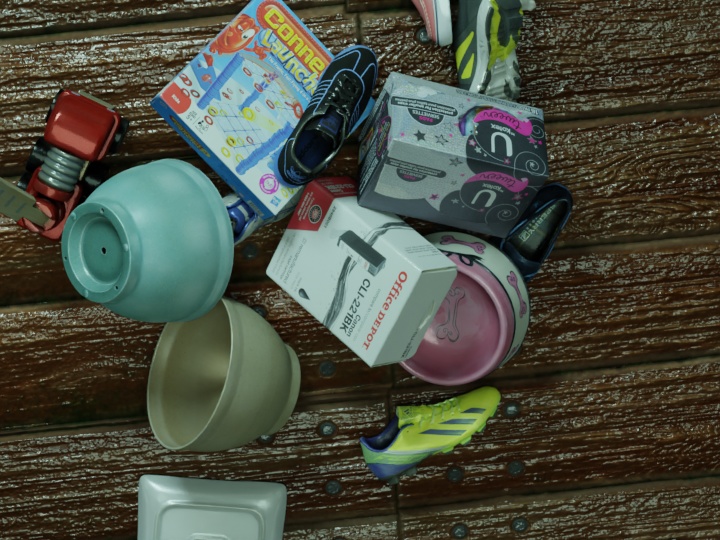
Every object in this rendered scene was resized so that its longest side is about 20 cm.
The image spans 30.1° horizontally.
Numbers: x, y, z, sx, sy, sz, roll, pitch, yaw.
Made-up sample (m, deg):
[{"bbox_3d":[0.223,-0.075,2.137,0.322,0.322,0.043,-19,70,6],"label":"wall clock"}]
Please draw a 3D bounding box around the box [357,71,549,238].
[{"bbox_3d":[0.109,-0.136,1.608,0.199,0.115,0.132,11,142,-16],"label":"box"}]

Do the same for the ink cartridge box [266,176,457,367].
[{"bbox_3d":[0.000,0.000,1.626,0.200,0.084,0.145,40,117,26],"label":"ink cartridge box"}]

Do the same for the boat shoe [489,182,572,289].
[{"bbox_3d":[0.197,-0.025,1.703,0.084,0.069,0.201,27,101,-9],"label":"boat shoe"}]

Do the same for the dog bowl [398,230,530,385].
[{"bbox_3d":[0.111,0.055,1.681,0.199,0.074,0.201,6,111,16],"label":"dog bowl"}]

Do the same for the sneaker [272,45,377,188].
[{"bbox_3d":[-0.030,-0.184,1.573,0.070,0.078,0.201,33,76,-15],"label":"sneaker"}]

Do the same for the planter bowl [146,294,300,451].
[{"bbox_3d":[-0.160,0.137,1.674,0.134,0.200,0.201,18,103,-34],"label":"planter bowl"}]

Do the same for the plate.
[{"bbox_3d":[-0.204,0.378,1.795,0.198,0.032,0.201,4,103,-5],"label":"plate"}]

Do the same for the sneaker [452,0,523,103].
[{"bbox_3d":[0.151,-0.262,1.650,0.074,0.085,0.201,-11,127,-27],"label":"sneaker"}]

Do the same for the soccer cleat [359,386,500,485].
[{"bbox_3d":[0.091,0.202,1.754,0.199,0.065,0.084,-32,100,5],"label":"soccer cleat"}]

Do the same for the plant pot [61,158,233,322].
[{"bbox_3d":[-0.269,-0.028,1.595,0.199,0.134,0.202,7,101,36],"label":"plant pot"}]

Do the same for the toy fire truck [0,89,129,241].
[{"bbox_3d":[-0.371,-0.122,1.582,0.128,0.200,0.177,25,101,-9],"label":"toy fire truck"}]

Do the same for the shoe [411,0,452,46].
[{"bbox_3d":[0.052,-0.365,1.619,0.090,0.071,0.201,-12,98,1],"label":"shoe"}]

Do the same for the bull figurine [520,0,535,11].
[{"bbox_3d":[0.177,-0.412,1.616,0.121,0.065,0.200,-36,105,1],"label":"bull figurine"}]

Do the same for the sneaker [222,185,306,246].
[{"bbox_3d":[-0.133,-0.077,1.664,0.200,0.088,0.075,-39,100,5],"label":"sneaker"}]

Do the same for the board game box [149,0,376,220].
[{"bbox_3d":[-0.114,-0.201,1.614,0.200,0.056,0.196,45,73,-12],"label":"board game box"}]
